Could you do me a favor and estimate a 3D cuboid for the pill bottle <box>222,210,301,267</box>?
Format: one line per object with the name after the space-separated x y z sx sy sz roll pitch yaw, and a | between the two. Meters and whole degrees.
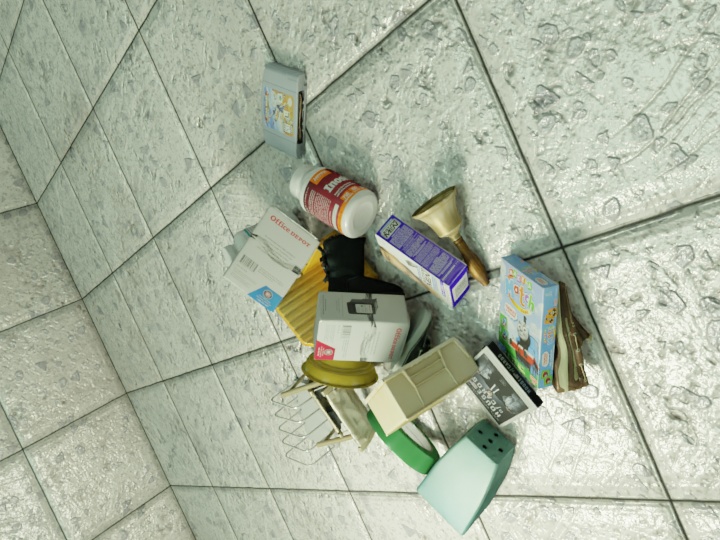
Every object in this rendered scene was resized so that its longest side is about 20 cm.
-0.244 -0.065 1.511 0.111 0.198 0.112 48 154 33 | pill bottle

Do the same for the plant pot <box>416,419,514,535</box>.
0.249 0.446 1.333 0.141 0.140 0.202 39 126 24 | plant pot

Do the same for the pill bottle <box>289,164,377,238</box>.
-0.066 -0.164 1.358 0.198 0.112 0.115 31 130 30 | pill bottle

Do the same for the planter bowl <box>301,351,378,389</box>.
-0.046 0.215 1.487 0.198 0.198 0.085 18 106 38 | planter bowl

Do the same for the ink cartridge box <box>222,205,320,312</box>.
-0.204 -0.029 1.404 0.144 0.084 0.202 35 92 -3 | ink cartridge box

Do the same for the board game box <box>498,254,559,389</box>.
0.309 0.092 1.113 0.151 0.036 0.204 -127 31 -63 | board game box

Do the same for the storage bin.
0.128 0.248 1.270 0.095 0.196 0.201 57 158 16 | storage bin

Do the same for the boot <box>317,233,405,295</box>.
0.001 0.000 1.381 0.074 0.194 0.166 103 162 -72 | boot

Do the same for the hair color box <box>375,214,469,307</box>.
0.128 -0.019 1.237 0.199 0.065 0.110 39 168 27 | hair color box

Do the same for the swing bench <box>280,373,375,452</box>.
-0.071 0.360 1.593 0.198 0.130 0.201 -13 114 46 | swing bench

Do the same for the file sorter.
-0.168 0.449 1.765 0.137 0.124 0.204 3 112 43 | file sorter

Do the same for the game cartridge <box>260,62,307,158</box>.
-0.185 -0.383 1.428 0.132 0.041 0.204 25 126 30 | game cartridge

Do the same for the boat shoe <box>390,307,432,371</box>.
0.130 0.164 1.368 0.062 0.071 0.202 18 131 -7 | boat shoe

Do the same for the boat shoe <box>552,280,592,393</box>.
0.383 0.118 1.092 0.073 0.075 0.207 -6 100 7 | boat shoe

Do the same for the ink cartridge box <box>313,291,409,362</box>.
-0.001 0.127 1.326 0.147 0.195 0.084 102 167 -46 | ink cartridge box

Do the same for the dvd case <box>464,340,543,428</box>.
0.280 0.240 1.230 0.151 0.025 0.201 51 156 15 | dvd case

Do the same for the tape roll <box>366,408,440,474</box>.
0.102 0.392 1.419 0.200 0.200 0.048 43 94 22 | tape roll

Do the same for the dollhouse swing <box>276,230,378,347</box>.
-0.087 0.049 1.443 0.201 0.174 0.183 50 137 15 | dollhouse swing

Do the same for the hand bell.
0.197 -0.054 1.185 0.103 0.104 0.202 -22 106 48 | hand bell
